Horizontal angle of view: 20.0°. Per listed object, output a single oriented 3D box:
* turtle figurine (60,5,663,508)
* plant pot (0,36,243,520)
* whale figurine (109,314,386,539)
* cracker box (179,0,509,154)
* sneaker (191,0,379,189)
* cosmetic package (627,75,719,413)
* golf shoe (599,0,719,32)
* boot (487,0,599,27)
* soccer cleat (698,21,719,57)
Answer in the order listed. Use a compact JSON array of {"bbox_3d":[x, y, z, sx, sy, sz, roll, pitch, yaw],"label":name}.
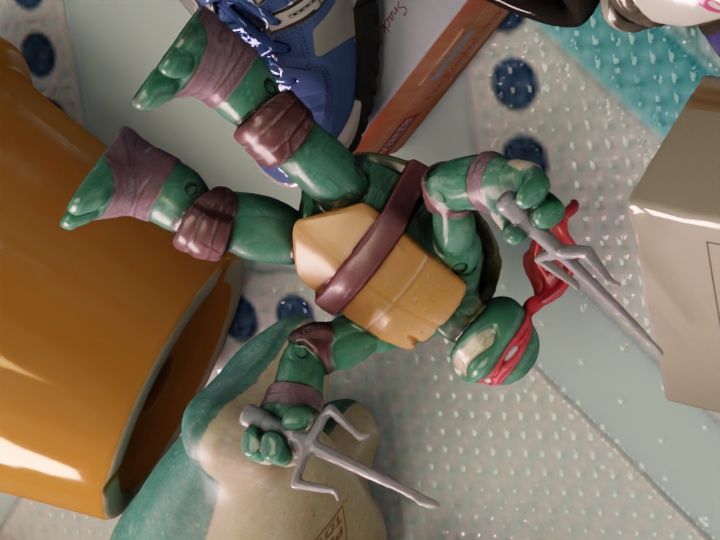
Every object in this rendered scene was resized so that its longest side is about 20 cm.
[{"bbox_3d":[0.000,0.000,0.728,0.199,0.101,0.150,34,108,-5],"label":"turtle figurine"},{"bbox_3d":[-0.157,0.009,0.871,0.182,0.200,0.202,26,117,8],"label":"plant pot"},{"bbox_3d":[-0.055,0.100,0.833,0.103,0.159,0.201,25,141,23],"label":"whale figurine"},{"bbox_3d":[-0.025,-0.158,0.807,0.200,0.058,0.134,50,125,13],"label":"cracker box"},{"bbox_3d":[-0.044,-0.118,0.739,0.075,0.077,0.202,10,123,32],"label":"sneaker"},{"bbox_3d":[0.197,0.007,0.675,0.198,0.071,0.106,14,141,29],"label":"cosmetic package"},{"bbox_3d":[0.143,-0.158,0.639,0.088,0.077,0.201,20,77,56],"label":"golf shoe"},{"bbox_3d":[0.030,-0.177,0.714,0.200,0.072,0.144,40,80,17],"label":"boot"},{"bbox_3d":[0.199,-0.130,0.677,0.084,0.065,0.200,39,121,-16],"label":"soccer cleat"}]
